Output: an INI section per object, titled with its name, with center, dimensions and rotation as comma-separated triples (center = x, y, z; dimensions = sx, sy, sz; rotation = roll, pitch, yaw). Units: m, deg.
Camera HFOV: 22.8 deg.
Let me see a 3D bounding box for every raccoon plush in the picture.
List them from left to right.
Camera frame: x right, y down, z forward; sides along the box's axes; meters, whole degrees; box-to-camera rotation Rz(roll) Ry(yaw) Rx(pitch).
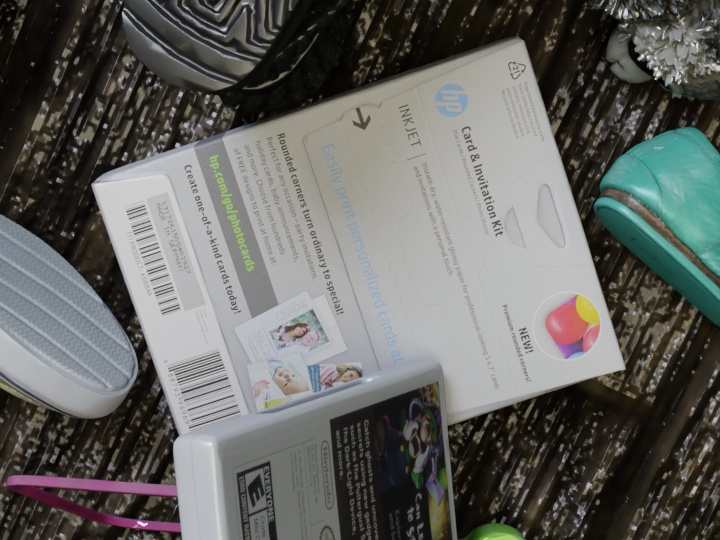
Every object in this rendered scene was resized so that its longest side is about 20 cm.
[raccoon plush]
center = 0.144, -0.141, 0.717
dimensions = 0.134, 0.200, 0.097
rotation = 33, 64, -7

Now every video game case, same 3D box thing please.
[video game case]
center = -0.007, 0.148, 0.712
dimensions = 0.023, 0.182, 0.201
rotation = -3, 94, 30

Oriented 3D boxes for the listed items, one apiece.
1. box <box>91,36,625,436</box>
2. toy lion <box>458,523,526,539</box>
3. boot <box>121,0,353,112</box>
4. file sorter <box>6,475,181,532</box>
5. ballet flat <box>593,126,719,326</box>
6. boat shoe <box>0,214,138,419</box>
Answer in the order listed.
[box]
center = 0.000, 0.000, 0.799
dimensions = 0.199, 0.041, 0.157
rotation = -19, 100, 3
[toy lion]
center = 0.032, 0.211, 0.828
dimensions = 0.199, 0.069, 0.193
rotation = 11, 92, -2
[boot]
center = -0.011, -0.156, 0.715
dimensions = 0.079, 0.158, 0.211
rotation = 41, 99, 4
[file sorter]
center = -0.088, 0.192, 0.743
dimensions = 0.125, 0.139, 0.201
rotation = 2, 75, 16
[ballet flat]
center = 0.190, 0.015, 0.795
dimensions = 0.070, 0.067, 0.200
rotation = -44, 100, -9
[boat shoe]
center = -0.190, 0.004, 0.791
dimensions = 0.200, 0.072, 0.062
rotation = 37, 121, -3
